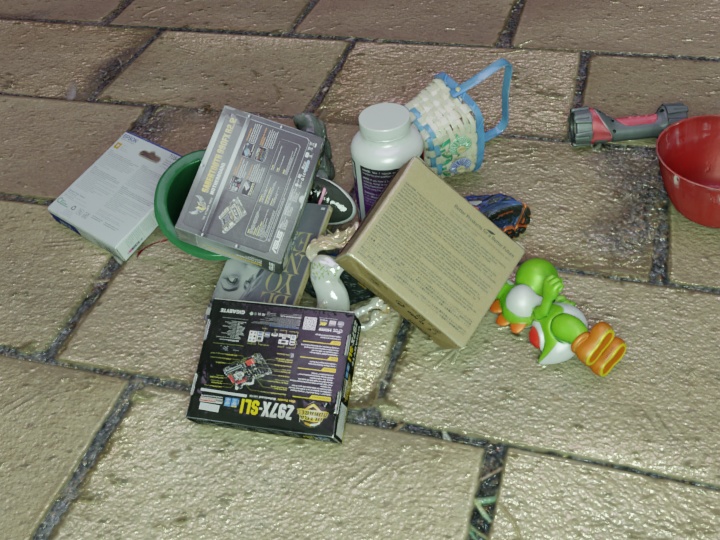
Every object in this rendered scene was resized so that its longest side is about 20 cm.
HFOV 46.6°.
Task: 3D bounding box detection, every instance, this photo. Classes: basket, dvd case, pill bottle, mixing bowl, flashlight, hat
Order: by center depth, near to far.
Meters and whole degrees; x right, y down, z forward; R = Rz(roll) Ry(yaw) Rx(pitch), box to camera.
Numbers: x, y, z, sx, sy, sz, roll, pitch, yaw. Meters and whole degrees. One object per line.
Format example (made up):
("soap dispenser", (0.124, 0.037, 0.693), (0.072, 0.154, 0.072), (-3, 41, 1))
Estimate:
("dvd case", (-0.133, -0.009, 1.201), (0.147, 0.016, 0.203), (8, 70, 32))
("mixing bowl", (0.542, -0.135, 1.261), (0.196, 0.110, 0.202), (-4, 40, 3))
("pill bottle", (0.044, -0.147, 1.276), (0.110, 0.202, 0.113), (-4, 41, 3))
("hat", (-0.230, -0.076, 1.280), (0.197, 0.176, 0.168), (24, 72, 1))
("basket", (0.169, -0.248, 1.403), (0.199, 0.177, 0.139), (-36, 62, -11))
("flashlight", (0.461, -0.257, 1.443), (0.196, 0.068, 0.068), (-7, 38, 2))

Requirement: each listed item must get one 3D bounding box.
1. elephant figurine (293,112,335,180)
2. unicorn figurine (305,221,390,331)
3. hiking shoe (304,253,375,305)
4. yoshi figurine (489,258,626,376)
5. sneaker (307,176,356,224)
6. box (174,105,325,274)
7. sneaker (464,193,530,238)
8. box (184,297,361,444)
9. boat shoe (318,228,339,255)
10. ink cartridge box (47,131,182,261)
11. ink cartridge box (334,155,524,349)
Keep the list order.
("elephant figurine", (-0.149, -0.178, 1.413), (0.197, 0.144, 0.155), (-11, 0, 7))
("unicorn figurine", (-0.030, 0.046, 1.145), (0.135, 0.074, 0.203), (-12, 76, -4))
("hiking shoe", (0.000, 0.000, 1.225), (0.196, 0.075, 0.087), (3, 33, -3))
("yoshi figurine", (0.261, 0.046, 1.109), (0.111, 0.114, 0.199), (-16, 37, -35))
("sneaker", (-0.103, -0.125, 1.281), (0.198, 0.072, 0.099), (27, 6, 6))
("box", (-0.152, -0.115, 1.180), (0.156, 0.048, 0.203), (17, 72, 1))
("sneaker", (0.159, -0.075, 1.288), (0.197, 0.076, 0.079), (-8, 31, -14))
("box", (-0.108, 0.125, 1.061), (0.197, 0.049, 0.162), (4, 70, 13))
("boat shoe", (-0.111, -0.054, 1.296), (0.200, 0.060, 0.073), (18, 78, 48))
("ink cartridge box", (-0.397, -0.130, 1.412), (0.195, 0.044, 0.201), (25, 64, 33))
("ink cartridge box", (0.092, -0.020, 1.107), (0.199, 0.075, 0.166), (39, 74, -9))
